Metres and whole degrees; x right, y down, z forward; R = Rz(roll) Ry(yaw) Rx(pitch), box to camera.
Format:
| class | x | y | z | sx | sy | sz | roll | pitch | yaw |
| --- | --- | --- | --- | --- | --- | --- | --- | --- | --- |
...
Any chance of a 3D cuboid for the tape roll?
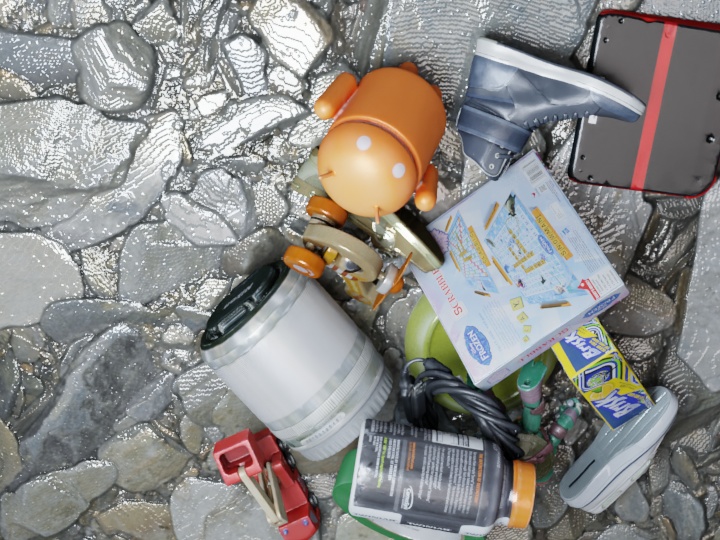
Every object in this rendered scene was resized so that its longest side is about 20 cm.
| class | x | y | z | sx | sy | sz | roll | pitch | yaw |
| --- | --- | --- | --- | --- | --- | --- | --- | --- | --- |
| tape roll | 0.064 | 0.285 | 1.330 | 0.197 | 0.049 | 0.201 | 17 | 152 | 9 |

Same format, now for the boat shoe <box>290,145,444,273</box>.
| class | x | y | z | sx | sy | sz | roll | pitch | yaw |
| --- | --- | --- | --- | --- | --- | --- | --- | --- | --- |
| boat shoe | 0.010 | -0.059 | 1.248 | 0.200 | 0.073 | 0.063 | 40 | 105 | 3 |

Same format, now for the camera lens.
| class | x | y | z | sx | sy | sz | roll | pitch | yaw |
| --- | --- | --- | --- | --- | --- | --- | --- | --- | --- |
| camera lens | -0.077 | 0.101 | 1.269 | 0.159 | 0.160 | 0.200 | -39 | 106 | 12 |

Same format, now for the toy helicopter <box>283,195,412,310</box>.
| class | x | y | z | sx | sy | sz | roll | pitch | yaw |
| --- | --- | --- | --- | --- | --- | --- | --- | --- | --- |
| toy helicopter | 0.000 | 0.000 | 1.230 | 0.130 | 0.200 | 0.080 | 20 | 75 | 16 |

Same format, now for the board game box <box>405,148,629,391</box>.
| class | x | y | z | sx | sy | sz | roll | pitch | yaw |
| --- | --- | --- | --- | --- | --- | --- | --- | --- | --- |
| board game box | 0.170 | -0.002 | 1.236 | 0.198 | 0.202 | 0.041 | -34 | 151 | 11 |

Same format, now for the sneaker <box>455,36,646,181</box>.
| class | x | y | z | sx | sy | sz | roll | pitch | yaw |
| --- | --- | --- | --- | --- | --- | --- | --- | --- | --- |
| sneaker | 0.204 | -0.160 | 1.213 | 0.199 | 0.077 | 0.148 | 20 | 100 | 11 |

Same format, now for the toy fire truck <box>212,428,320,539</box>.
| class | x | y | z | sx | sy | sz | roll | pitch | yaw |
| --- | --- | --- | --- | --- | --- | --- | --- | --- | --- |
| toy fire truck | -0.110 | 0.267 | 1.337 | 0.048 | 0.141 | 0.202 | -24 | 108 | 7 |

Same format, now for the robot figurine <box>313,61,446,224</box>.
| class | x | y | z | sx | sy | sz | roll | pitch | yaw |
| --- | --- | --- | --- | --- | --- | --- | --- | --- | --- |
| robot figurine | 0.025 | -0.138 | 1.171 | 0.115 | 0.201 | 0.145 | 5 | 135 | 25 |

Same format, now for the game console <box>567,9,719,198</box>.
| class | x | y | z | sx | sy | sz | roll | pitch | yaw |
| --- | --- | --- | --- | --- | --- | --- | --- | --- | --- |
| game console | 0.341 | -0.189 | 1.251 | 0.174 | 0.031 | 0.203 | 8 | 108 | 2 |

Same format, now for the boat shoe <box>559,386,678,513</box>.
| class | x | y | z | sx | sy | sz | roll | pitch | yaw |
| --- | --- | --- | --- | --- | --- | --- | --- | --- | --- |
| boat shoe | 0.338 | 0.230 | 1.379 | 0.066 | 0.074 | 0.200 | 29 | 116 | -27 |

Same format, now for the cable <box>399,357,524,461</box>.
| class | x | y | z | sx | sy | sz | roll | pitch | yaw |
| --- | --- | --- | --- | --- | --- | --- | --- | --- | --- |
| cable | 0.125 | 0.192 | 1.277 | 0.161 | 0.051 | 0.202 | 18 | 138 | 35 |

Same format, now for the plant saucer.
| class | x | y | z | sx | sy | sz | roll | pitch | yaw |
| --- | --- | --- | --- | --- | --- | --- | --- | --- | --- |
| plant saucer | 0.153 | 0.094 | 1.341 | 0.196 | 0.031 | 0.204 | -1 | 110 | -2 |

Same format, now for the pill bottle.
| class | x | y | z | sx | sy | sz | roll | pitch | yaw |
| --- | --- | --- | --- | --- | --- | --- | --- | --- | --- |
| pill bottle | 0.090 | 0.231 | 1.186 | 0.196 | 0.106 | 0.108 | 10 | 109 | 2 |

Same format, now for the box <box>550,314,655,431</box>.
| class | x | y | z | sx | sy | sz | roll | pitch | yaw |
| --- | --- | --- | --- | --- | --- | --- | --- | --- | --- |
| box | 0.284 | 0.118 | 1.276 | 0.064 | 0.071 | 0.200 | -34 | 145 | 10 |

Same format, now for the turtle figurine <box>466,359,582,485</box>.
| class | x | y | z | sx | sy | sz | roll | pitch | yaw |
| --- | --- | --- | --- | --- | --- | --- | --- | --- | --- |
| turtle figurine | 0.203 | 0.197 | 1.322 | 0.148 | 0.101 | 0.202 | -19 | 128 | 8 |
